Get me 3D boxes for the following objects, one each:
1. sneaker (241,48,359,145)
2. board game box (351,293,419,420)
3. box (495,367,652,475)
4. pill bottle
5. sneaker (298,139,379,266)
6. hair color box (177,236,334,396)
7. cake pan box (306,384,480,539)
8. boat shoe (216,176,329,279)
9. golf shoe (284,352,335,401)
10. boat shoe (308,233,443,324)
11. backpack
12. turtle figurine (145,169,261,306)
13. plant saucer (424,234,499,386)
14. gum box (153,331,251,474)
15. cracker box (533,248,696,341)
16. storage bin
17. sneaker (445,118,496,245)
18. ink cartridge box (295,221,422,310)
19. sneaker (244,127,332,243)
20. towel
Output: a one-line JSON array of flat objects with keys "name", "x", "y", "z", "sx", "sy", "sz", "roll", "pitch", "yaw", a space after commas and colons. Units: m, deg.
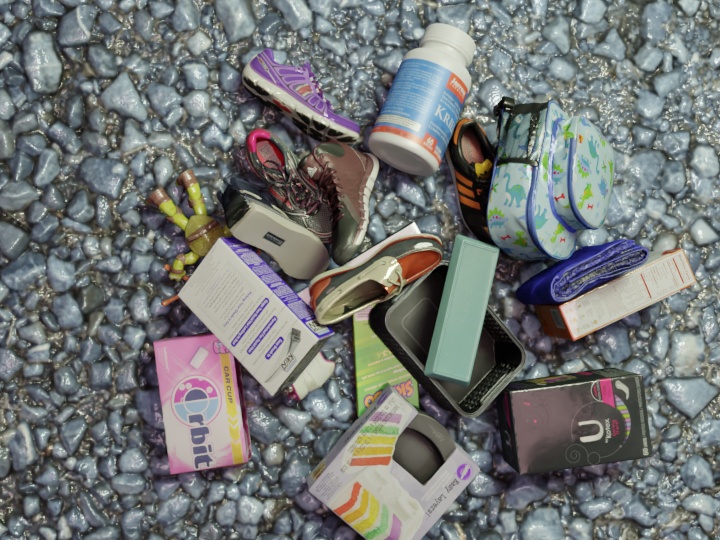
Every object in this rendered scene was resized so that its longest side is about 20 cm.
[{"name": "sneaker", "x": -0.079, "y": -0.260, "z": 1.188, "sx": 0.199, "sy": 0.081, "sz": 0.084, "roll": 35, "pitch": 80, "yaw": -2}, {"name": "board game box", "x": 0.037, "y": 0.132, "z": 1.209, "sx": 0.094, "sy": 0.030, "sz": 0.203, "roll": -3, "pitch": 86, "yaw": -5}, {"name": "box", "x": 0.310, "y": 0.219, "z": 1.185, "sx": 0.197, "sy": 0.106, "sz": 0.124, "roll": -8, "pitch": 89, "yaw": -3}, {"name": "pill bottle", "x": 0.096, "y": -0.251, "z": 1.174, "sx": 0.111, "sy": 0.112, "sz": 0.202, "roll": 23, "pitch": 81, "yaw": -3}, {"name": "sneaker", "x": -0.044, "y": -0.106, "z": 1.144, "sx": 0.115, "sy": 0.076, "sz": 0.202, "roll": 28, "pitch": 49, "yaw": -21}, {"name": "hair color box", "x": -0.145, "y": 0.060, "z": 1.109, "sx": 0.200, "sy": 0.065, "sz": 0.110, "roll": 45, "pitch": 108, "yaw": 13}, {"name": "cake pan box", "x": 0.051, "y": 0.297, "z": 1.181, "sx": 0.184, "sy": 0.052, "sz": 0.200, "roll": 43, "pitch": 90, "yaw": -11}, {"name": "boat shoe", "x": -0.124, "y": -0.064, "z": 1.162, "sx": 0.074, "sy": 0.200, "sz": 0.093, "roll": -40, "pitch": 49, "yaw": 11}, {"name": "golf shoe", "x": -0.107, "y": 0.087, "z": 1.188, "sx": 0.091, "sy": 0.075, "sz": 0.202, "roll": -25, "pitch": 92, "yaw": -19}, {"name": "boat shoe", "x": 0.024, "y": 0.013, "z": 1.086, "sx": 0.198, "sy": 0.063, "sz": 0.072, "roll": -22, "pitch": 129, "yaw": 1}, {"name": "backpack", "x": 0.265, "y": -0.118, "z": 1.131, "sx": 0.146, "sy": 0.182, "sz": 0.203, "roll": 7, "pitch": 78, "yaw": 40}, {"name": "turtle figurine", "x": -0.244, "y": -0.054, "z": 1.178, "sx": 0.199, "sy": 0.064, "sz": 0.162, "roll": -36, "pitch": 91, "yaw": -3}, {"name": "plant saucer", "x": 0.144, "y": 0.055, "z": 1.117, "sx": 0.069, "sy": 0.019, "sz": 0.203, "roll": 15, "pitch": 83, "yaw": -13}, {"name": "gum box", "x": -0.228, "y": 0.194, "z": 1.172, "sx": 0.112, "sy": 0.066, "sz": 0.203, "roll": -8, "pitch": 90, "yaw": -2}, {"name": "cracker box", "x": 0.367, "y": 0.034, "z": 1.178, "sx": 0.198, "sy": 0.134, "sz": 0.058, "roll": -24, "pitch": 90, "yaw": -4}, {"name": "storage bin", "x": 0.125, "y": 0.098, "z": 1.167, "sx": 0.135, "sy": 0.094, "sz": 0.200, "roll": -43, "pitch": 97, "yaw": -12}, {"name": "sneaker", "x": 0.177, "y": -0.128, "z": 1.191, "sx": 0.069, "sy": 0.090, "sz": 0.203, "roll": -19, "pitch": 90, "yaw": -4}, {"name": "ink cartridge box", "x": 0.000, "y": 0.000, "z": 1.177, "sx": 0.198, "sy": 0.094, "sz": 0.045, "roll": -32, "pitch": 91, "yaw": -3}, {"name": "sneaker", "x": -0.103, "y": -0.122, "z": 1.183, "sx": 0.081, "sy": 0.075, "sz": 0.200, "roll": -43, "pitch": 92, "yaw": -3}, {"name": "towel", "x": 0.304, "y": 0.001, "z": 1.143, "sx": 0.146, "sy": 0.200, "sz": 0.050, "roll": -24, "pitch": 87, "yaw": -4}]
